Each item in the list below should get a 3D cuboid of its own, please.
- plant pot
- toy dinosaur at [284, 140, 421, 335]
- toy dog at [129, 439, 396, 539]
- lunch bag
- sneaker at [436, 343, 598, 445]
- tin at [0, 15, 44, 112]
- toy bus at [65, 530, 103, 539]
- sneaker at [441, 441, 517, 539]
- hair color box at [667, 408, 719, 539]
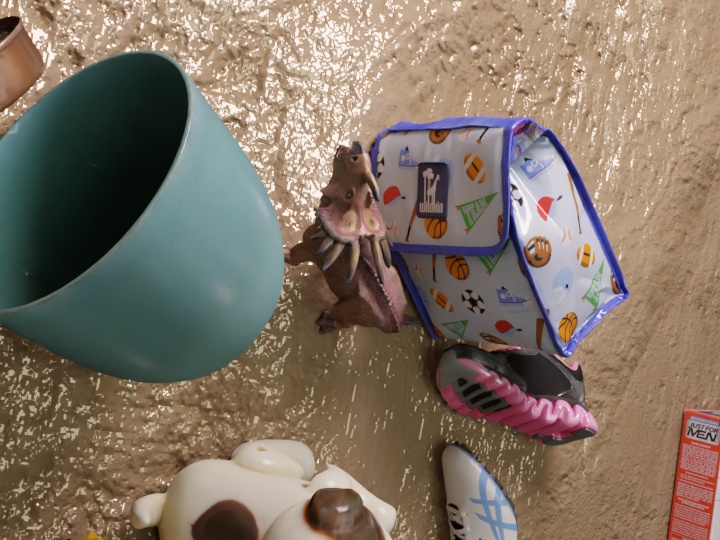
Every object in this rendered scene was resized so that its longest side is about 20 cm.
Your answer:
[{"bbox_3d":[-0.145,-0.018,0.750,0.161,0.200,0.201,45,69,-43],"label":"plant pot"},{"bbox_3d":[0.000,0.000,0.890,0.086,0.135,0.200,-49,121,-22],"label":"toy dinosaur"},{"bbox_3d":[-0.054,0.197,0.831,0.193,0.199,0.140,31,76,-35],"label":"toy dog"},{"bbox_3d":[0.105,-0.036,0.945,0.124,0.169,0.201,-41,118,-31],"label":"lunch bag"},{"bbox_3d":[0.148,0.098,1.063,0.199,0.079,0.096,27,57,-36],"label":"sneaker"},{"bbox_3d":[-0.282,-0.089,0.684,0.200,0.112,0.042,-43,118,-24],"label":"tin"},{"bbox_3d":[-0.157,0.285,0.827,0.078,0.065,0.201,-19,111,8],"label":"toy bus"},{"bbox_3d":[0.109,0.258,1.042,0.072,0.072,0.201,-22,104,-24],"label":"sneaker"},{"bbox_3d":[0.414,0.263,1.272,0.110,0.064,0.202,7,92,-36],"label":"hair color box"}]
